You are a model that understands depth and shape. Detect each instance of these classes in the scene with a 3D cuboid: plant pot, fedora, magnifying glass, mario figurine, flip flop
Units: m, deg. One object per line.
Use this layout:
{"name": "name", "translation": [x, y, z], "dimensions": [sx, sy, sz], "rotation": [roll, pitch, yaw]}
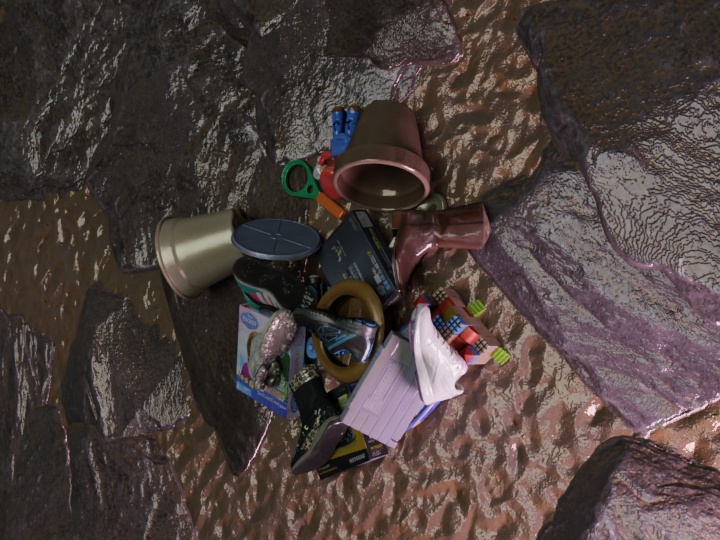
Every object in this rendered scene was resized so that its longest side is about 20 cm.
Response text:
{"name": "plant pot", "translation": [0.049, -0.243, 1.561], "dimensions": [0.197, 0.200, 0.178], "rotation": [-6, 64, 29]}
{"name": "fedora", "translation": [-0.009, 0.120, 1.539], "dimensions": [0.198, 0.081, 0.205], "rotation": [-6, 81, 39]}
{"name": "magnifying glass", "translation": [-0.104, -0.177, 1.731], "dimensions": [0.199, 0.022, 0.080], "rotation": [41, 105, 29]}
{"name": "plant pot", "translation": [-0.340, -0.056, 1.772], "dimensions": [0.181, 0.200, 0.204], "rotation": [-18, 76, 16]}
{"name": "mario figurine", "translation": [-0.034, -0.248, 1.678], "dimensions": [0.123, 0.104, 0.204], "rotation": [-14, 64, 65]}
{"name": "flip flop", "translation": [0.105, -0.071, 1.573], "dimensions": [0.081, 0.057, 0.201], "rotation": [44, 108, 26]}

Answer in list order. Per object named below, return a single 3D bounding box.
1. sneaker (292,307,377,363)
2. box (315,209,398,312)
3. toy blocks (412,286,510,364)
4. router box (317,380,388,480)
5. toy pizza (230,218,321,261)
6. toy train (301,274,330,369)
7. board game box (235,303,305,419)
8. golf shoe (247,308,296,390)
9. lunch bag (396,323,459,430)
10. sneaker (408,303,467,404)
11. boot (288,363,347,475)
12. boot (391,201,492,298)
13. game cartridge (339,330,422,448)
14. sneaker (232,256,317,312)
{"name": "sneaker", "translation": [-0.059, 0.120, 1.479], "dimensions": [0.198, 0.073, 0.084], "rotation": [13, 94, 40]}
{"name": "box", "translation": [0.000, 0.000, 1.610], "dimensions": [0.158, 0.050, 0.202], "rotation": [-46, 63, 40]}
{"name": "toy blocks", "translation": [0.183, 0.104, 1.466], "dimensions": [0.100, 0.136, 0.201], "rotation": [-46, 66, 18]}
{"name": "router box", "translation": [-0.038, 0.327, 1.582], "dimensions": [0.199, 0.052, 0.160], "rotation": [-37, 66, 48]}
{"name": "toy pizza", "translation": [-0.182, -0.060, 1.673], "dimensions": [0.198, 0.199, 0.032], "rotation": [22, 121, 30]}
{"name": "toy train", "translation": [-0.112, 0.114, 1.674], "dimensions": [0.113, 0.086, 0.204], "rotation": [-10, 82, 38]}
{"name": "board game box", "translation": [-0.200, 0.193, 1.687], "dimensions": [0.198, 0.041, 0.204], "rotation": [17, 108, 45]}
{"name": "golf shoe", "translation": [-0.197, 0.148, 1.596], "dimensions": [0.097, 0.077, 0.202], "rotation": [47, 126, 39]}
{"name": "lunch bag", "translation": [0.105, 0.212, 1.540], "dimensions": [0.160, 0.075, 0.201], "rotation": [46, 109, 23]}
{"name": "sneaker", "translation": [0.140, 0.146, 1.397], "dimensions": [0.098, 0.075, 0.203], "rotation": [-9, 116, 6]}
{"name": "boot", "translation": [-0.106, 0.306, 1.573], "dimensions": [0.205, 0.072, 0.155], "rotation": [-57, 47, 38]}
{"name": "boot", "translation": [0.160, -0.041, 1.499], "dimensions": [0.196, 0.064, 0.190], "rotation": [-2, 76, 6]}
{"name": "game cartridge", "translation": [0.059, 0.225, 1.466], "dimensions": [0.128, 0.038, 0.202], "rotation": [29, 100, -10]}
{"name": "sneaker", "translation": [-0.179, 0.053, 1.633], "dimensions": [0.198, 0.121, 0.084], "rotation": [31, 72, 7]}
